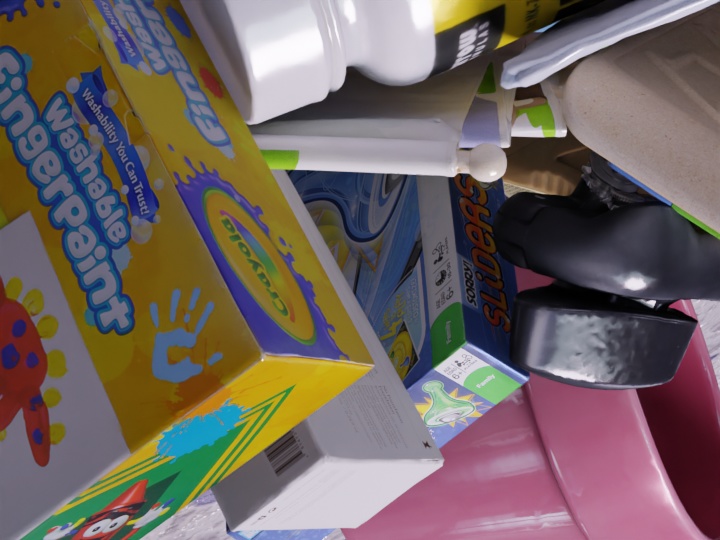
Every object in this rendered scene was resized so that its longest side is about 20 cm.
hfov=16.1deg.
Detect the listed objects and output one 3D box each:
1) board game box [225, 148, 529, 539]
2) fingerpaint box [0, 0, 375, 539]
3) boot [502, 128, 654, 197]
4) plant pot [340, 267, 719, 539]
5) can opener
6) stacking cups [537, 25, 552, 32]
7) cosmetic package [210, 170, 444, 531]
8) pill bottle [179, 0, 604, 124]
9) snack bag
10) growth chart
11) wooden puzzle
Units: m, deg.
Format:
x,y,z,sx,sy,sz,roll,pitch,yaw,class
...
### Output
x,y,z,sx,sy,sz,roll,pitch,yaw,class
0.000,0.000,1.000,0.034,0.200,0.135,31,124,-29,board game box
-0.115,-0.009,0.808,0.167,0.200,0.073,-37,159,21,fingerpaint box
0.129,-0.035,1.104,0.155,0.199,0.073,18,94,-65,boot
0.078,0.073,1.297,0.178,0.201,0.200,-19,163,18,plant pot
0.132,-0.003,0.949,0.199,0.063,0.079,-2,118,-36,can opener
0.077,-0.119,1.005,0.060,0.061,0.200,-37,157,22,stacking cups
-0.052,-0.004,0.902,0.051,0.200,0.082,-39,157,25,cosmetic package
0.034,-0.130,0.840,0.199,0.115,0.114,-25,159,-11,pill bottle
0.148,-0.106,0.847,0.199,0.021,0.189,-21,-173,17,snack bag
0.014,-0.064,0.908,0.144,0.018,0.200,4,-162,12,growth chart
0.174,-0.028,0.925,0.046,0.185,0.200,-62,167,27,wooden puzzle
